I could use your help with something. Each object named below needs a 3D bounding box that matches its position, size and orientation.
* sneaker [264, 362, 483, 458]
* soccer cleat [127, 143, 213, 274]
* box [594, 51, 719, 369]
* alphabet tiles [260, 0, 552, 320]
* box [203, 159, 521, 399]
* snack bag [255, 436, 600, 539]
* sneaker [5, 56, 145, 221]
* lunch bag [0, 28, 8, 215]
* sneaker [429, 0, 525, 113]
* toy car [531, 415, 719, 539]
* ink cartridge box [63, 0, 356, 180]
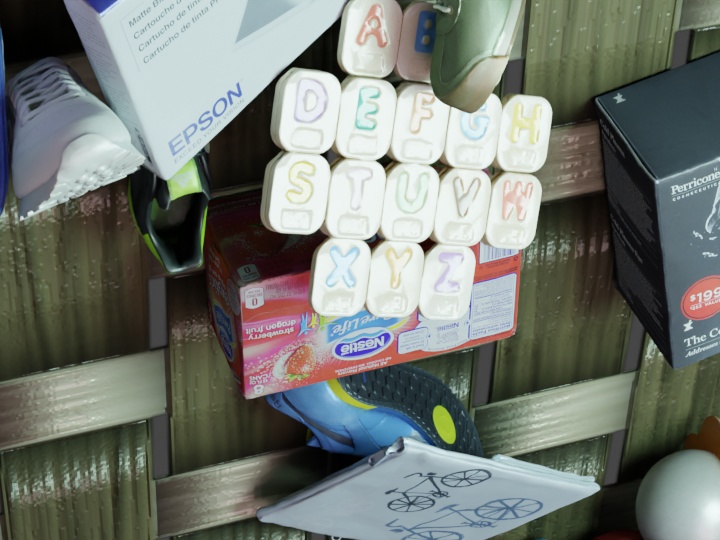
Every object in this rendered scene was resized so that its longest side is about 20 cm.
[{"bbox_3d":[0.011,0.108,1.469,0.078,0.066,0.200,-29,140,29],"label":"sneaker"},{"bbox_3d":[-0.116,-0.089,1.224,0.067,0.081,0.201,-14,132,-14],"label":"soccer cleat"},{"bbox_3d":[0.280,-0.057,1.416,0.199,0.104,0.183,-21,132,-7],"label":"box"},{"bbox_3d":[0.032,-0.066,1.242,0.199,0.015,0.197,3,99,-32],"label":"alphabet tiles"},{"bbox_3d":[0.000,0.000,1.341,0.198,0.096,0.100,-13,131,-15],"label":"box"},{"bbox_3d":[0.045,0.169,1.496,0.199,0.022,0.188,15,150,-35],"label":"snack bag"},{"bbox_3d":[-0.172,-0.078,1.130,0.076,0.200,0.081,-22,97,-12],"label":"sneaker"},{"bbox_3d":[-0.294,-0.092,1.094,0.198,0.162,0.082,3,171,-22],"label":"lunch bag"},{"bbox_3d":[0.058,-0.202,1.193,0.089,0.067,0.202,17,93,-23],"label":"sneaker"},{"bbox_3d":[0.252,0.212,1.624,0.183,0.177,0.202,19,90,-20],"label":"toy car"},{"bbox_3d":[-0.075,-0.180,1.120,0.200,0.040,0.201,-45,148,-19],"label":"ink cartridge box"}]
